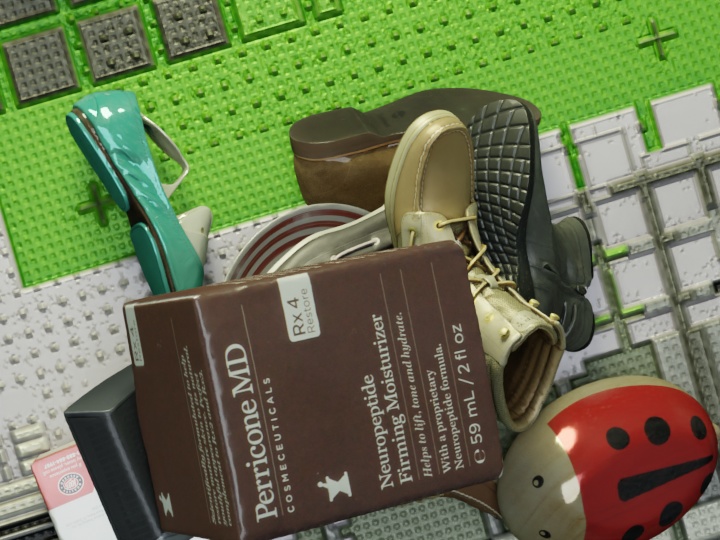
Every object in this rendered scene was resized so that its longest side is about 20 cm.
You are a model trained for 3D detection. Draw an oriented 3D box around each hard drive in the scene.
[{"bbox_3d":[-0.128,0.125,1.453,0.042,0.200,0.136,-20,94,31],"label":"hard drive"}]

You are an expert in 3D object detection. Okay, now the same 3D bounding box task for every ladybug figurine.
[{"bbox_3d":[0.201,0.154,1.512,0.198,0.072,0.137,-20,106,-23],"label":"ladybug figurine"}]

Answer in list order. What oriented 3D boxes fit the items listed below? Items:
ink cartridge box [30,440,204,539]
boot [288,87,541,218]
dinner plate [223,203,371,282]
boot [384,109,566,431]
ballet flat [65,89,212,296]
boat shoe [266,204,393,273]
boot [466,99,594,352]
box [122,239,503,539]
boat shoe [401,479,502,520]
[{"bbox_3d":[-0.163,0.217,1.510,0.115,0.067,0.202,-21,91,-3],"label":"ink cartridge box"},{"bbox_3d":[0.045,-0.092,1.531,0.198,0.074,0.076,-10,119,-6],"label":"boot"},{"bbox_3d":[-0.029,0.049,1.512,0.198,0.024,0.203,-2,95,-29],"label":"dinner plate"},{"bbox_3d":[0.083,0.000,1.399,0.072,0.155,0.202,-10,118,-33],"label":"boot"},{"bbox_3d":[-0.154,-0.050,1.508,0.070,0.067,0.201,-27,95,-18],"label":"ballet flat"},{"bbox_3d":[0.000,0.000,1.469,0.199,0.067,0.057,-32,50,-25],"label":"boat shoe"},{"bbox_3d":[0.132,-0.032,1.508,0.067,0.130,0.202,3,97,34],"label":"boot"},{"bbox_3d":[-0.035,0.081,1.336,0.198,0.164,0.168,-12,92,-25],"label":"box"},{"bbox_3d":[0.028,0.142,1.503,0.199,0.076,0.074,34,84,-23],"label":"boat shoe"}]
